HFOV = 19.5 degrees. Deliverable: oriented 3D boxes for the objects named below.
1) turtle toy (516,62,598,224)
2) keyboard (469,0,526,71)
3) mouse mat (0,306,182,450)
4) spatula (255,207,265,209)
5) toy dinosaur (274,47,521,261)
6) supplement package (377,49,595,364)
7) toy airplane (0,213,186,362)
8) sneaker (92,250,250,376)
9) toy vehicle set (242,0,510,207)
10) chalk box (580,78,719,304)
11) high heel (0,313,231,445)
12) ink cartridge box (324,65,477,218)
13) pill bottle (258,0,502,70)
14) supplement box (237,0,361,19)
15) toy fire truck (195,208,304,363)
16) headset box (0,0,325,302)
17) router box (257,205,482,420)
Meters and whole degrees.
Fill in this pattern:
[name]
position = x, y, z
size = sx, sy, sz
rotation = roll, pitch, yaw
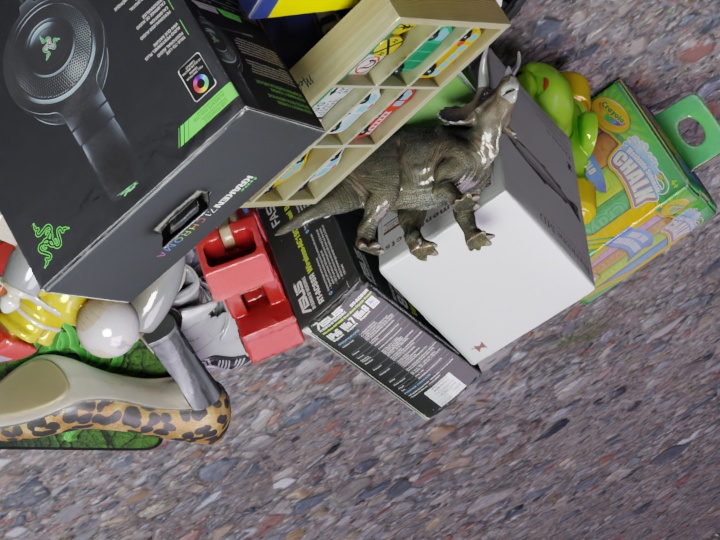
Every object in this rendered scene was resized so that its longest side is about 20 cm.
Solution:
[turtle toy]
position = 0.140, -0.098, 1.745
size = 0.101, 0.146, 0.200
rotation = 7, 147, -11
[keyboard]
position = 0.124, -0.220, 1.521
size = 0.200, 0.021, 0.127
rotation = -51, -175, 41
[mouse mat]
position = -0.231, 0.089, 1.688
size = 0.160, 0.008, 0.200
rotation = 1, 140, -11
[spatula]
position = 0.000, -0.097, 1.438
size = 0.200, 0.021, 0.057
rotation = -38, -174, 26
[toy dinosaur]
position = 0.038, -0.063, 1.448
size = 0.199, 0.103, 0.077
rotation = -23, 143, 20
[supplement package]
position = 0.089, -0.051, 1.572
size = 0.117, 0.200, 0.117
rotation = -32, 122, 21
[toy airplane]
position = -0.187, -0.007, 1.470
size = 0.199, 0.141, 0.199
rotation = -18, 155, -31
[sneaker]
position = -0.129, 0.030, 1.720
size = 0.199, 0.075, 0.115
rotation = -11, 154, -35
[toy vehicle set]
position = -0.010, -0.107, 1.332
size = 0.200, 0.027, 0.124
rotation = -41, 160, 32
[chalk box]
position = 0.238, -0.082, 1.906
size = 0.200, 0.125, 0.124
rotation = -37, 158, 12
[high heel]
position = -0.206, 0.124, 1.668
size = 0.199, 0.072, 0.143
rotation = -23, 133, 5
[ink cartridge box]
position = -0.013, -0.107, 1.520
size = 0.200, 0.104, 0.059
rotation = -37, 121, 16
[pill bottle]
position = -0.010, -0.171, 1.388
size = 0.199, 0.111, 0.111
rotation = -24, 158, -20
[supplement box]
position = 0.005, -0.235, 1.269
size = 0.199, 0.109, 0.110
rotation = -12, 152, -40
[toy fire truck]
position = -0.091, -0.010, 1.590
size = 0.049, 0.200, 0.141
rotation = -21, 125, 0
[headset box]
position = -0.142, -0.101, 1.242
size = 0.174, 0.201, 0.093
rotation = -39, 158, 21
[router box]
position = 0.000, 0.000, 1.595
size = 0.062, 0.200, 0.150
rotation = -41, 130, 15
